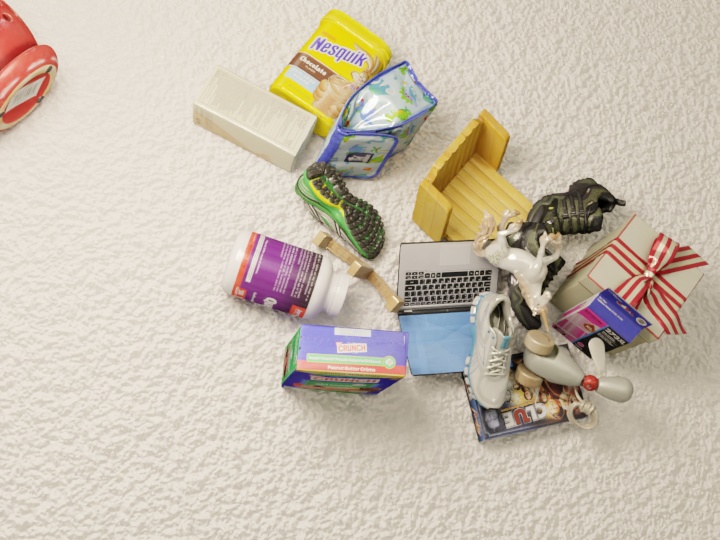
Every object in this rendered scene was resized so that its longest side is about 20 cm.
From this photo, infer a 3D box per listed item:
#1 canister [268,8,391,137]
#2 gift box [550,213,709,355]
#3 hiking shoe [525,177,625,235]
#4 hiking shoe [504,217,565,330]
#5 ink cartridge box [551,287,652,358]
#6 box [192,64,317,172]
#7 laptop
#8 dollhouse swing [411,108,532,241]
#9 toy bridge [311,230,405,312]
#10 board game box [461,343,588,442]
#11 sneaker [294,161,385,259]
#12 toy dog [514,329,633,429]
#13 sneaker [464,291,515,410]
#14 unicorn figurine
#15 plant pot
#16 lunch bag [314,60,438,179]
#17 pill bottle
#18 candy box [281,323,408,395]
[{"bbox_3d":[-0.056,-0.361,1.545,0.148,0.087,0.200,35,71,0],"label":"canister"},{"bbox_3d":[0.487,0.031,1.490,0.200,0.187,0.185,37,69,1],"label":"gift box"},{"bbox_3d":[0.390,-0.102,1.541,0.200,0.076,0.101,-34,40,-20],"label":"hiking shoe"},{"bbox_3d":[0.312,0.009,1.481,0.101,0.076,0.200,-7,99,21],"label":"hiking shoe"},{"bbox_3d":[0.411,0.094,1.446,0.095,0.200,0.037,41,69,3],"label":"ink cartridge box"},{"bbox_3d":[-0.188,-0.268,1.489,0.200,0.078,0.095,29,69,-3],"label":"box"},{"bbox_3d":[0.166,0.060,1.443,0.187,0.116,0.200,-3,112,-14],"label":"laptop"},{"bbox_3d":[0.223,-0.135,1.502,0.176,0.182,0.200,36,68,13],"label":"dollhouse swing"},{"bbox_3d":[0.000,0.000,1.452,0.200,0.067,0.027,42,101,20],"label":"toy bridge"},{"bbox_3d":[0.286,0.212,1.469,0.200,0.035,0.136,-10,76,-15],"label":"board game box"},{"bbox_3d":[-0.034,-0.101,1.479,0.200,0.085,0.078,51,55,-10],"label":"sneaker"},{"bbox_3d":[0.357,0.164,1.434,0.200,0.132,0.096,37,31,-4],"label":"toy dog"},{"bbox_3d":[0.222,0.132,1.398,0.075,0.087,0.200,1,84,-15],"label":"sneaker"},{"bbox_3d":[0.280,-0.013,1.427,0.200,0.137,0.074,35,23,23],"label":"unicorn figurine"},{"bbox_3d":[-0.612,-0.335,1.359,0.182,0.200,0.200,42,69,-7],"label":"plant pot"},{"bbox_3d":[0.015,-0.248,1.474,0.200,0.170,0.127,-32,81,-25],"label":"lunch bag"},{"bbox_3d":[-0.123,0.012,1.399,0.200,0.112,0.113,19,70,-6],"label":"pill bottle"},{"bbox_3d":[-0.029,0.144,1.332,0.169,0.200,0.077,6,72,-10],"label":"candy box"}]
